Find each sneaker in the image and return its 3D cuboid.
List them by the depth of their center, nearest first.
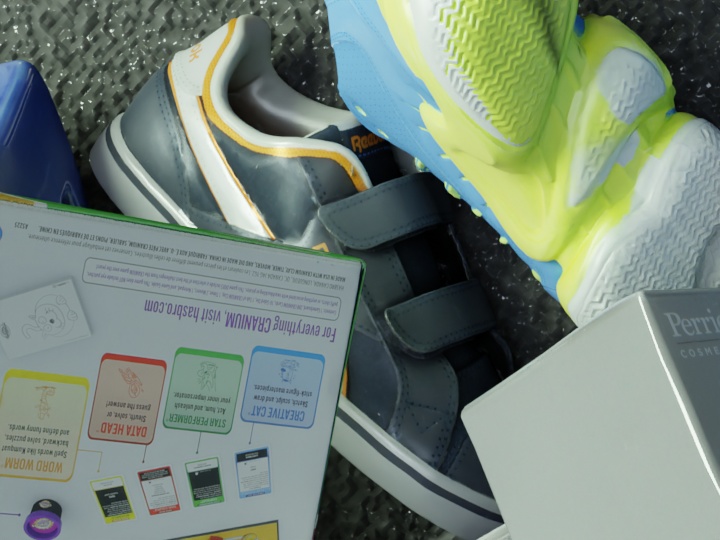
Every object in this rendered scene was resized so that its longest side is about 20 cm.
[{"bbox_3d":[0.057,-0.043,0.783,0.076,0.105,0.200,-45,126,-14],"label":"sneaker"},{"bbox_3d":[0.000,0.000,0.812,0.200,0.078,0.079,45,111,9],"label":"sneaker"}]

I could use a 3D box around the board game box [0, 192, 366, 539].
[{"bbox_3d":[-0.084,0.082,0.671,0.040,0.153,0.200,11,91,50],"label":"board game box"}]

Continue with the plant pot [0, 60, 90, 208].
[{"bbox_3d":[-0.178,0.071,0.799,0.200,0.200,0.180,-14,119,15],"label":"plant pot"}]

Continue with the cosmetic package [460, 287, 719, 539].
[{"bbox_3d":[0.120,0.107,0.687,0.090,0.107,0.200,-34,69,41],"label":"cosmetic package"}]

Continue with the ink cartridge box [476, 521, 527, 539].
[{"bbox_3d":[0.044,0.190,0.732,0.146,0.084,0.200,-36,80,37],"label":"ink cartridge box"}]
